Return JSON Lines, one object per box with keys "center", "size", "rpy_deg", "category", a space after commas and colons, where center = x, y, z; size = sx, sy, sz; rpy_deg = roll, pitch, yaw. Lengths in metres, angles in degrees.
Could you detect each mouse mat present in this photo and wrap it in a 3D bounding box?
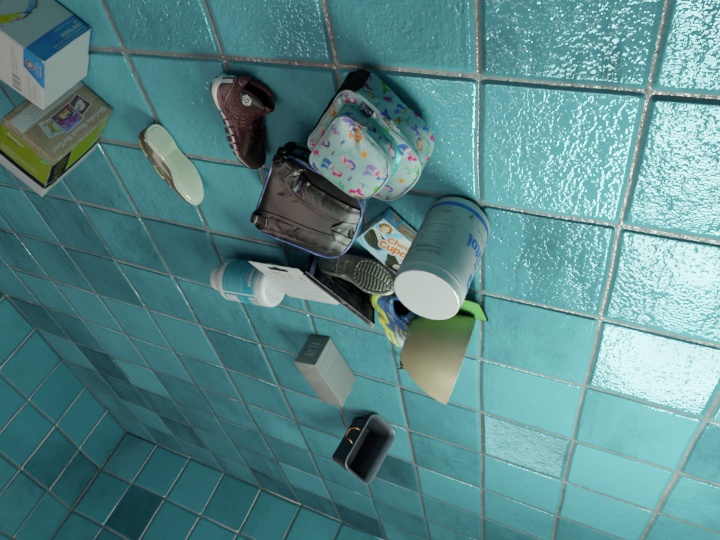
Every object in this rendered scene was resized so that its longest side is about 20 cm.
{"center": [0.179, 0.071, 1.299], "size": [0.197, 0.008, 0.161], "rpy_deg": [12, 166, 22], "category": "mouse mat"}

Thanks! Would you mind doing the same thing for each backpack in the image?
{"center": [-0.087, -0.139, 1.152], "size": [0.197, 0.148, 0.185], "rpy_deg": [25, 123, -5], "category": "backpack"}
{"center": [0.020, -0.214, 1.015], "size": [0.198, 0.152, 0.177], "rpy_deg": [34, 143, -13], "category": "backpack"}

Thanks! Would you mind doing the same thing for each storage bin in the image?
{"center": [-0.006, 0.574, 1.942], "size": [0.146, 0.201, 0.134], "rpy_deg": [44, 151, -20], "category": "storage bin"}

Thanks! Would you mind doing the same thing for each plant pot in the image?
{"center": [0.164, 0.179, 1.324], "size": [0.132, 0.202, 0.202], "rpy_deg": [20, 144, 9], "category": "plant pot"}

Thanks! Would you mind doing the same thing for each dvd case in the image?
{"center": [-0.046, 0.043, 1.381], "size": [0.199, 0.149, 0.016], "rpy_deg": [39, 105, -11], "category": "dvd case"}

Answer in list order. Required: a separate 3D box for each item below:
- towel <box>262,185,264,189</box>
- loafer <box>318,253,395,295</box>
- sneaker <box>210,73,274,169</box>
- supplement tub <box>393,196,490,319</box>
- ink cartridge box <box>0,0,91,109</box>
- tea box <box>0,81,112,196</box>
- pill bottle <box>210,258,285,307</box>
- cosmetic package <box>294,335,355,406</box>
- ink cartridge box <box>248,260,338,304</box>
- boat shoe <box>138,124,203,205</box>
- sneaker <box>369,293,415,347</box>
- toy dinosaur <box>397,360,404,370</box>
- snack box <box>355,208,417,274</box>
{"center": [-0.116, -0.125, 1.294], "size": [0.146, 0.050, 0.200], "rpy_deg": [-15, 124, 46], "category": "towel"}
{"center": [0.000, 0.000, 1.351], "size": [0.197, 0.076, 0.069], "rpy_deg": [24, -174, 21], "category": "loafer"}
{"center": [-0.205, -0.285, 1.146], "size": [0.114, 0.076, 0.202], "rpy_deg": [3, 136, 28], "category": "sneaker"}
{"center": [0.154, -0.026, 1.090], "size": [0.130, 0.202, 0.133], "rpy_deg": [18, 144, 14], "category": "supplement tub"}
{"center": [-0.680, -0.471, 1.198], "size": [0.199, 0.146, 0.147], "rpy_deg": [36, 144, -9], "category": "ink cartridge box"}
{"center": [-0.704, -0.313, 1.358], "size": [0.133, 0.202, 0.196], "rpy_deg": [42, 142, -16], "category": "tea box"}
{"center": [-0.300, 0.029, 1.557], "size": [0.197, 0.112, 0.112], "rpy_deg": [8, 139, 28], "category": "pill bottle"}
{"center": [-0.100, 0.297, 1.741], "size": [0.089, 0.108, 0.202], "rpy_deg": [3, 134, 32], "category": "cosmetic package"}
{"center": [-0.153, 0.015, 1.441], "size": [0.160, 0.058, 0.200], "rpy_deg": [8, 153, 31], "category": "ink cartridge box"}
{"center": [-0.438, -0.240, 1.369], "size": [0.060, 0.072, 0.204], "rpy_deg": [-4, 126, 41], "category": "boat shoe"}
{"center": [0.096, 0.123, 1.392], "size": [0.201, 0.076, 0.105], "rpy_deg": [53, 164, -28], "category": "sneaker"}
{"center": [0.155, 0.256, 1.564], "size": [0.087, 0.048, 0.201], "rpy_deg": [-14, 129, 36], "category": "toy dinosaur"}
{"center": [0.096, -0.035, 1.259], "size": [0.199, 0.037, 0.116], "rpy_deg": [40, 144, -13], "category": "snack box"}
